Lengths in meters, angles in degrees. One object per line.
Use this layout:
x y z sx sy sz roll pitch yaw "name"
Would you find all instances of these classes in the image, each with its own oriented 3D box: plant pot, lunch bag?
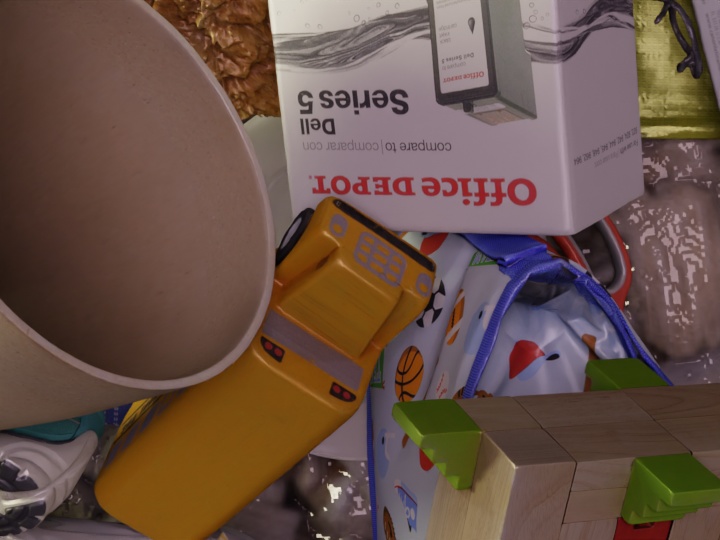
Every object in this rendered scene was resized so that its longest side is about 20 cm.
-0.172 -0.006 0.703 0.200 0.187 0.188 -26 87 34 "plant pot"
0.069 0.075 0.757 0.123 0.170 0.201 -9 102 -13 "lunch bag"

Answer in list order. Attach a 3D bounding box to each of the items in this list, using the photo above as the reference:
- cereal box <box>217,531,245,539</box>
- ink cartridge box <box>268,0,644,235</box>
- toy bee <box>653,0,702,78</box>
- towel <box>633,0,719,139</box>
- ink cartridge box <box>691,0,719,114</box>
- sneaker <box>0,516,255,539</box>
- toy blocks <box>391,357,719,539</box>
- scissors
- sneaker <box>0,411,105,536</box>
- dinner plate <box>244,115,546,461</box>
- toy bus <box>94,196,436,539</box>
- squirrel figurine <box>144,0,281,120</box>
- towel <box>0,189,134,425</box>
0.017 0.197 0.744 0.144 0.200 0.040 28 95 -30 "cereal box"
0.039 -0.120 0.723 0.145 0.084 0.201 2 106 31 "ink cartridge box"
0.083 -0.165 0.797 0.108 0.200 0.131 -18 120 8 "toy bee"
0.169 -0.169 0.861 0.086 0.018 0.201 0 89 3 "towel"
0.259 -0.124 0.778 0.199 0.057 0.163 -13 91 35 "ink cartridge box"
-0.133 0.164 0.821 0.199 0.100 0.075 6 91 1 "sneaker"
0.100 0.119 0.646 0.199 0.100 0.137 -1 115 -26 "toy blocks"
0.140 0.050 0.856 0.073 0.014 0.200 -35 94 -16 "scissors"
-0.216 0.084 0.821 0.199 0.080 0.078 6 125 27 "sneaker"
0.000 0.000 0.860 0.199 0.024 0.201 0 89 2 "dinner plate"
-0.048 0.052 0.761 0.065 0.078 0.200 34 134 -13 "toy bus"
-0.108 -0.126 0.801 0.199 0.141 0.188 7 96 18 "squirrel figurine"
-0.165 0.017 0.825 0.199 0.024 0.145 8 129 1 "towel"
